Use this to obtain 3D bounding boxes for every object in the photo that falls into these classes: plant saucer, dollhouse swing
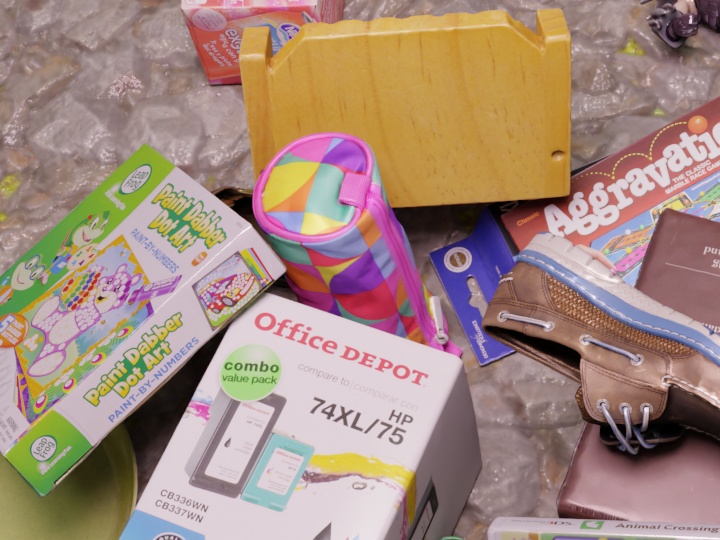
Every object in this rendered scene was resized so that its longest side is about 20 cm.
[{"bbox_3d":[-0.236,0.154,1.281,0.198,0.031,0.202,-4,61,8],"label":"plant saucer"},{"bbox_3d":[0.029,-0.136,1.280,0.198,0.183,0.177,-3,45,2],"label":"dollhouse swing"}]

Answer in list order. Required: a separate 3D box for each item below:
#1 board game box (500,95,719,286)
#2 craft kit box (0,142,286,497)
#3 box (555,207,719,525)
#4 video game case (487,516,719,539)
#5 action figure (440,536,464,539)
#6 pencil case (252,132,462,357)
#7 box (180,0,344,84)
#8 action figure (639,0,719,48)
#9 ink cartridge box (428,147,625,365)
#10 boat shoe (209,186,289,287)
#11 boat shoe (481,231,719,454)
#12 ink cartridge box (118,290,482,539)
[{"bbox_3d":[0.199,-0.039,1.264,0.199,0.019,0.104,-29,64,2],"label":"board game box"},{"bbox_3d":[-0.162,0.023,1.231,0.197,0.049,0.200,-41,30,-8],"label":"craft kit box"},{"bbox_3d":[0.225,0.102,1.148,0.164,0.165,0.201,16,65,18],"label":"box"},{"bbox_3d":[0.162,0.231,1.054,0.180,0.022,0.202,0,104,21],"label":"video game case"},{"bbox_3d":[0.106,0.234,1.160,0.118,0.055,0.200,-31,62,-20],"label":"action figure"},{"bbox_3d":[0.000,0.000,1.234,0.087,0.200,0.089,-10,56,15],"label":"pencil case"},{"bbox_3d":[-0.062,-0.243,1.436,0.101,0.095,0.202,-1,61,9],"label":"box"},{"bbox_3d":[0.270,-0.161,1.347,0.129,0.070,0.201,-24,56,2],"label":"action figure"},{"bbox_3d":[0.150,-0.019,1.308,0.198,0.037,0.095,-24,60,-1],"label":"ink cartridge box"},{"bbox_3d":[-0.094,-0.027,1.336,0.198,0.068,0.073,-5,62,9],"label":"boat shoe"},{"bbox_3d":[0.148,0.059,1.058,0.072,0.072,0.199,-48,52,-10],"label":"boat shoe"},{"bbox_3d":[-0.034,0.145,1.181,0.145,0.146,0.201,17,64,18],"label":"ink cartridge box"}]
